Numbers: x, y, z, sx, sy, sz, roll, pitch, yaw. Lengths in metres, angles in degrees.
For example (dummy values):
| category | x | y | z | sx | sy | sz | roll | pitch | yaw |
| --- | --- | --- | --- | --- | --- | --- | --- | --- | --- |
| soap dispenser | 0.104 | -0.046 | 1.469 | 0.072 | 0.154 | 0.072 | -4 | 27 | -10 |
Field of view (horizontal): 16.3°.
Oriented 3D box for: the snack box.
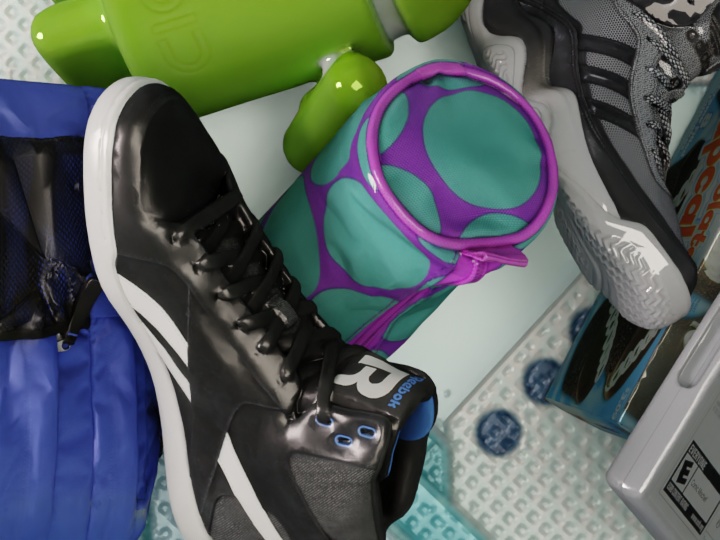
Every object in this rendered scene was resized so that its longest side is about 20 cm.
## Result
| category | x | y | z | sx | sy | sz | roll | pitch | yaw |
| --- | --- | --- | --- | --- | --- | --- | --- | --- | --- |
| snack box | 0.153 | -0.021 | 1.074 | 0.037 | 0.116 | 0.201 | 29 | 87 | -11 |

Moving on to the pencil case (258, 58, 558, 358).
| category | x | y | z | sx | sy | sz | roll | pitch | yaw |
| --- | --- | --- | --- | --- | --- | --- | --- | --- | --- |
| pencil case | 0.000 | 0.000 | 1.011 | 0.085 | 0.200 | 0.093 | 2 | 62 | -27 |

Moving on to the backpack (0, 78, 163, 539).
| category | x | y | z | sx | sy | sz | roll | pitch | yaw |
| --- | --- | --- | --- | --- | --- | --- | --- | --- | --- |
| backpack | -0.140 | 0.028 | 1.006 | 0.167 | 0.162 | 0.201 | 3 | 89 | -29 |

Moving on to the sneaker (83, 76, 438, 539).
| category | x | y | z | sx | sy | sz | roll | pitch | yaw |
| --- | --- | --- | --- | --- | --- | --- | --- | --- | --- |
| sneaker | -0.027 | 0.020 | 0.941 | 0.111 | 0.073 | 0.201 | 3 | 120 | 32 |

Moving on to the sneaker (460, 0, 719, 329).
| category | x | y | z | sx | sy | sz | roll | pitch | yaw |
| --- | --- | --- | --- | --- | --- | --- | --- | --- | --- |
| sneaker | 0.119 | -0.072 | 1.040 | 0.113 | 0.076 | 0.201 | -24 | 52 | 0 |

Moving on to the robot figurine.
| category | x | y | z | sx | sy | sz | roll | pitch | yaw |
| --- | --- | --- | --- | --- | --- | --- | --- | --- | --- |
| robot figurine | -0.037 | -0.133 | 1.027 | 0.199 | 0.116 | 0.176 | -18 | 70 | 7 |

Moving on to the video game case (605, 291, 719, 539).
| category | x | y | z | sx | sy | sz | roll | pitch | yaw |
| --- | --- | --- | --- | --- | --- | --- | --- | --- | --- |
| video game case | 0.185 | 0.050 | 1.052 | 0.022 | 0.200 | 0.183 | 27 | 78 | 34 |
